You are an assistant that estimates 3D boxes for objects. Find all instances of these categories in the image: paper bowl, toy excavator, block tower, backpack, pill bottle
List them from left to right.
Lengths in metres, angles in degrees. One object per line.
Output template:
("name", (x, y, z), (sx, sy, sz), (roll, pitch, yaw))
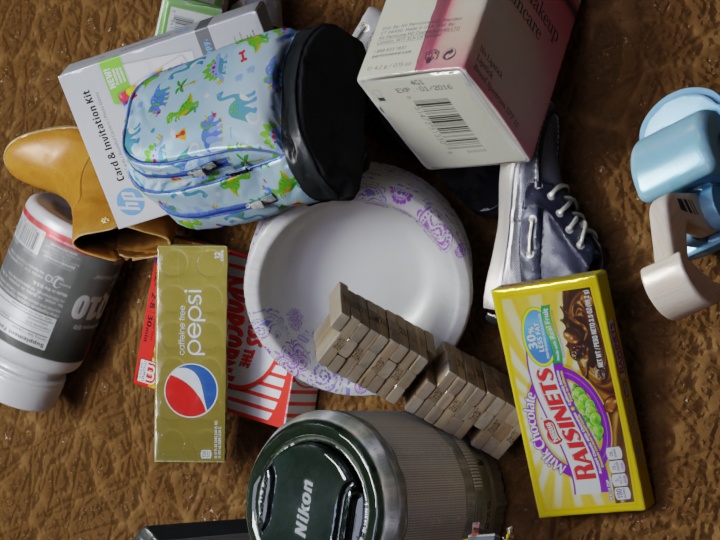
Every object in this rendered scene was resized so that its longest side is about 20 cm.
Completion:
("pill bottle", (-0.319, 0.034, 1.980), (0.114, 0.114, 0.201), (33, 106, 34))
("backpack", (-0.104, -0.115, 1.644), (0.199, 0.153, 0.164), (-23, 52, 42))
("paper bowl", (0.000, 0.000, 1.715), (0.199, 0.105, 0.202), (1, 114, 3))
("block tower", (0.050, 0.087, 1.663), (0.058, 0.199, 0.054), (-52, 20, 21))
("toy excavator", (0.254, -0.053, 1.504), (0.099, 0.199, 0.196), (-26, 71, 33))

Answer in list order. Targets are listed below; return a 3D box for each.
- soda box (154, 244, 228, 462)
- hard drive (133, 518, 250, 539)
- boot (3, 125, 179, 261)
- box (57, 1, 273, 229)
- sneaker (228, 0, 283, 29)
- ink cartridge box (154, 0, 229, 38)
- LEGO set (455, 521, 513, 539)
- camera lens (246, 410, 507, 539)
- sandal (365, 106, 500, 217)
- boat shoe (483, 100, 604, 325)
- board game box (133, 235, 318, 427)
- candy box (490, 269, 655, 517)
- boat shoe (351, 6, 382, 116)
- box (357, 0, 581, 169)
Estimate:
("soda box", (-0.157, 0.078, 1.813), (0.067, 0.064, 0.202), (1, 86, -2))
("hard drive", (-0.158, 0.290, 1.785), (0.033, 0.199, 0.140), (42, 111, 31))
("boot", (-0.268, -0.072, 1.898), (0.199, 0.145, 0.071), (5, 128, 6))
("box", (-0.156, -0.141, 1.779), (0.198, 0.041, 0.157), (-15, 108, 14))
("sneaker", (-0.061, -0.171, 1.836), (0.139, 0.078, 0.202), (7, 95, 31))
("ink cartridge box", (-0.160, -0.240, 1.872), (0.059, 0.200, 0.105), (13, 114, -5))
("LEGO set", (0.108, 0.274, 1.605), (0.153, 0.199, 0.117), (-15, 60, 51))
("camera lens", (0.012, 0.200, 1.665), (0.159, 0.199, 0.162), (-3, 85, 36))
("sandal", (0.065, -0.126, 1.740), (0.200, 0.043, 0.076), (38, 91, 29))
("boat shoe", (0.168, -0.045, 1.657), (0.092, 0.075, 0.202), (11, 99, 28))
("board game box", (-0.121, 0.056, 1.871), (0.199, 0.046, 0.153), (12, 94, 37))
("candy box", (0.176, 0.105, 1.623), (0.102, 0.026, 0.202), (-9, 97, 34))
("boat shoe", (-0.035, -0.148, 1.725), (0.069, 0.071, 0.200), (41, 88, 6))
("box", (0.097, -0.202, 1.630), (0.108, 0.128, 0.201), (-2, 55, 36))
